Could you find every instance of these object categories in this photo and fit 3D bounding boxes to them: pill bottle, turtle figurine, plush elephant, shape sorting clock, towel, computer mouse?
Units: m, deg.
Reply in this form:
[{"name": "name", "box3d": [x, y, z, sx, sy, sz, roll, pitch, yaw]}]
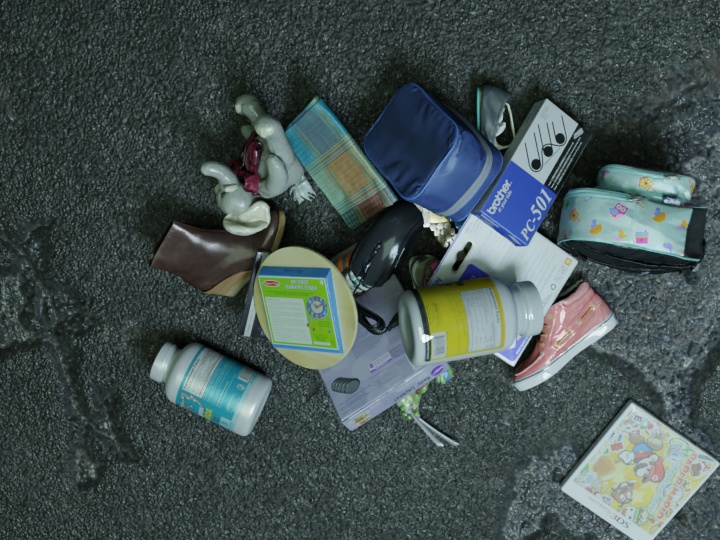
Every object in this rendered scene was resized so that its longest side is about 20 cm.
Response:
[{"name": "pill bottle", "box3d": [-0.261, 0.197, 1.458, 0.198, 0.111, 0.112, 25, 108, 3]}, {"name": "turtle figurine", "box3d": [0.059, 0.223, 1.395, 0.191, 0.144, 0.203, -3, 101, 16]}, {"name": "pill bottle", "box3d": [0.161, 0.070, 1.231, 0.197, 0.112, 0.114, -9, 105, -10]}, {"name": "plush elephant", "box3d": [-0.176, -0.151, 1.319, 0.154, 0.165, 0.201, -34, 129, -5]}, {"name": "shape sorting clock", "box3d": [-0.088, 0.059, 1.323, 0.198, 0.039, 0.203, 15, 118, 29]}, {"name": "towel", "box3d": [-0.039, -0.165, 1.324, 0.201, 0.022, 0.146, 52, 148, -6]}, {"name": "computer mouse", "box3d": [0.041, -0.002, 1.281, 0.140, 0.046, 0.200, 43, 96, 18]}]

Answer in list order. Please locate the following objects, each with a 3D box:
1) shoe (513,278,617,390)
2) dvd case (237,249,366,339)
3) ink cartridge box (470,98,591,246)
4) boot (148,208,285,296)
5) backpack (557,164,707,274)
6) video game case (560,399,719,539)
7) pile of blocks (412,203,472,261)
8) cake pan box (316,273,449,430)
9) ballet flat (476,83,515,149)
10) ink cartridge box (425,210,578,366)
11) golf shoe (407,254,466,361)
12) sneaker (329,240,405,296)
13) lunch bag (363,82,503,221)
[{"name": "shoe", "box3d": [0.310, 0.103, 1.360, 0.199, 0.072, 0.091, -39, 95, 11]}, {"name": "dvd case", "box3d": [-0.094, 0.054, 1.404, 0.197, 0.016, 0.151, 10, 108, -17]}, {"name": "ink cartridge box", "box3d": [0.257, -0.146, 1.263, 0.093, 0.044, 0.202, 33, 83, -13]}, {"name": "boot", "box3d": [-0.233, -0.046, 1.375, 0.165, 0.073, 0.200, 25, 119, -32]}, {"name": "backpack", "box3d": [0.394, -0.075, 1.243, 0.196, 0.176, 0.156, 3, 89, 8]}, {"name": "video game case", "box3d": [0.470, 0.345, 1.420, 0.181, 0.023, 0.201, 34, 107, -1]}, {"name": "pile of blocks", "box3d": [0.157, -0.057, 1.349, 0.082, 0.062, 0.200, -44, 102, 5]}, {"name": "cake pan box", "box3d": [0.023, 0.126, 1.348, 0.199, 0.052, 0.185, -34, 55, 3]}, {"name": "ballet flat", "box3d": [0.205, -0.184, 1.300, 0.072, 0.073, 0.203, 6, 104, 8]}, {"name": "ink cartridge box", "box3d": [0.210, 0.014, 1.311, 0.199, 0.043, 0.200, 32, 91, -15]}, {"name": "golf shoe", "box3d": [0.139, 0.058, 1.380, 0.072, 0.092, 0.202, -32, 118, -17]}, {"name": "sneaker", "box3d": [0.000, 0.000, 1.353, 0.200, 0.080, 0.071, -42, 111, 4]}, {"name": "lunch bag", "box3d": [0.109, -0.177, 1.261, 0.131, 0.201, 0.136, 22, 115, -42]}]
